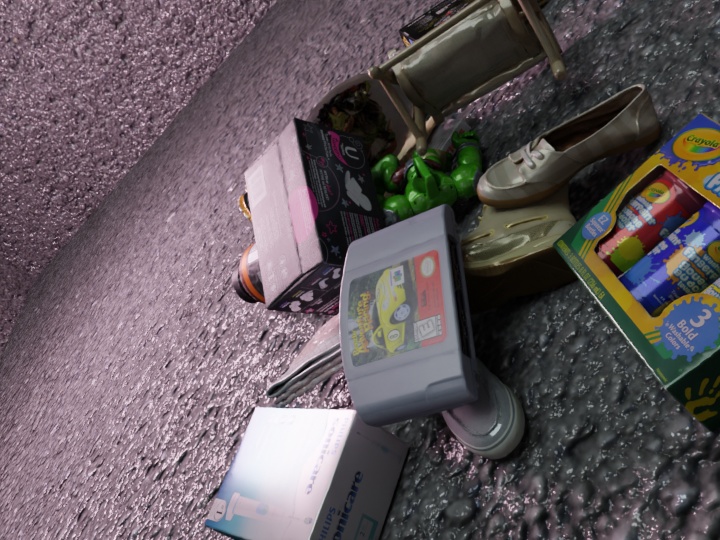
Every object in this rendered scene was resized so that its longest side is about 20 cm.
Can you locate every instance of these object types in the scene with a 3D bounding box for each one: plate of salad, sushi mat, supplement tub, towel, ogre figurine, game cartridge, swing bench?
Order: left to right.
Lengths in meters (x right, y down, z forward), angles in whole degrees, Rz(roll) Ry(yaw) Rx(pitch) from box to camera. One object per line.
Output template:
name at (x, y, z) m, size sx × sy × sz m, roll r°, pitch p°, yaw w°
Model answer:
supplement tub at (-0.117, -0.010, 1.077) m, size 0.199 × 0.107 × 0.107 m, roll -26°, pitch 38°, yaw 42°
towel at (-0.009, 0.068, 0.829) m, size 0.200 × 0.032 × 0.191 m, roll -36°, pitch 7°, yaw 29°
plate of salad at (-0.001, -0.180, 0.962) m, size 0.200 × 0.200 × 0.048 m, roll -47°, pitch 56°, yaw 10°
sushi mat at (0.055, -0.151, 1.027) m, size 0.201 × 0.012 × 0.096 m, roll -60°, pitch 15°, yaw -22°
game cartridge at (0.040, 0.043, 0.669) m, size 0.133 × 0.041 × 0.201 m, roll -24°, pitch 55°, yaw 32°
ogre figurine at (0.077, -0.112, 0.898) m, size 0.120 × 0.199 × 0.099 m, roll -115°, pitch 21°, yaw -54°
swing bench at (0.140, -0.267, 0.873) m, size 0.198 × 0.130 × 0.200 m, roll -27°, pitch 16°, yaw 23°

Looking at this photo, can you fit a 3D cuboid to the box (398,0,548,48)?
box at (0.172, -0.404, 1.097) m, size 0.199 × 0.049 × 0.160 m, roll -33°, pitch 32°, yaw 3°

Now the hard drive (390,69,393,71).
hard drive at (0.079, -0.322, 1.202) m, size 0.200 × 0.042 × 0.135 m, roll 10°, pitch 66°, yaw 58°

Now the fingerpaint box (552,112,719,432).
fingerpaint box at (0.267, -0.009, 0.534) m, size 0.167 × 0.073 × 0.200 m, roll -43°, pitch 30°, yaw 17°

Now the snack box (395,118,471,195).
snack box at (0.082, -0.134, 1.004) m, size 0.201 × 0.024 × 0.072 m, roll -56°, pitch 27°, yaw -6°

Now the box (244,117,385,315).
box at (-0.055, -0.061, 0.859) m, size 0.132 × 0.114 × 0.201 m, roll -37°, pitch 56°, yaw 42°

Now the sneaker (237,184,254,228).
sneaker at (-0.129, -0.104, 1.023) m, size 0.077 × 0.078 × 0.200 m, roll -29°, pitch 30°, yaw 9°

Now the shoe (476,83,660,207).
shoe at (0.207, -0.127, 0.701) m, size 0.199 × 0.054 × 0.070 m, roll -25°, pitch 40°, yaw 0°

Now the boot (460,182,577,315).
boot at (0.135, -0.039, 0.742) m, size 0.199 × 0.073 × 0.156 m, roll -19°, pitch 41°, yaw 24°

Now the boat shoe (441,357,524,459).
boat shoe at (0.086, 0.105, 0.676) m, size 0.070 × 0.071 × 0.201 m, roll -49°, pitch 28°, yaw 7°

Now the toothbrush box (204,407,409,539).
toothbrush box at (-0.061, 0.231, 0.740) m, size 0.199 × 0.085 × 0.147 m, roll -15°, pitch 46°, yaw 50°
